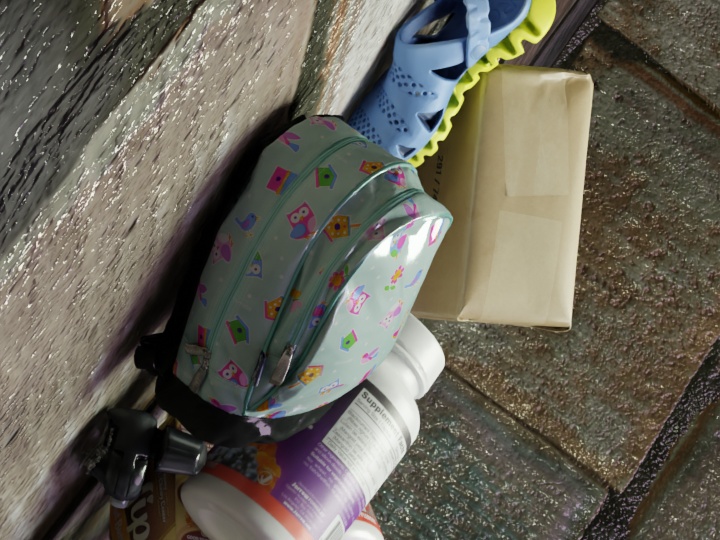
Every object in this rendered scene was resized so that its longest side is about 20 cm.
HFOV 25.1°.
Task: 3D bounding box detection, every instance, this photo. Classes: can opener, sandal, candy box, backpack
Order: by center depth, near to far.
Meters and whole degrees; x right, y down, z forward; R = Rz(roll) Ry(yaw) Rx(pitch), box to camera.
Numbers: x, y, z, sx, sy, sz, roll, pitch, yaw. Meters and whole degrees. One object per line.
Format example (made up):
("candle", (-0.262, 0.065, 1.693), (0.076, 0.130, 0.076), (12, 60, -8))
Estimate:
("backpack", (-0.033, 0.004, 1.002), (0.167, 0.126, 0.201), (-34, 154, -56))
("can opener", (-0.160, 0.138, 1.134), (0.064, 0.078, 0.200), (-66, -172, -15))
("sandal", (0.049, -0.156, 1.195), (0.200, 0.080, 0.087), (-49, 142, 14))
("candy box", (-0.142, 0.220, 1.202), (0.115, 0.055, 0.202), (-44, -141, 41))

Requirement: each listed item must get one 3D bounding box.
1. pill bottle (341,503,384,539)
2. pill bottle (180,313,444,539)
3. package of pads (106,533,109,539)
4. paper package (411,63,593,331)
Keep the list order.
("pill bottle", (-0.062, 0.162, 1.275), (0.115, 0.201, 0.117), (-14, 140, -12))
("pill bottle", (-0.027, 0.117, 1.154), (0.200, 0.111, 0.112), (-51, 175, -24))
("package of pads", (-0.159, 0.202, 1.567), (0.121, 0.075, 0.200), (-59, 174, 36))
("paper package", (0.096, -0.058, 1.313), (0.190, 0.102, 0.203), (-175, -89, -68))
